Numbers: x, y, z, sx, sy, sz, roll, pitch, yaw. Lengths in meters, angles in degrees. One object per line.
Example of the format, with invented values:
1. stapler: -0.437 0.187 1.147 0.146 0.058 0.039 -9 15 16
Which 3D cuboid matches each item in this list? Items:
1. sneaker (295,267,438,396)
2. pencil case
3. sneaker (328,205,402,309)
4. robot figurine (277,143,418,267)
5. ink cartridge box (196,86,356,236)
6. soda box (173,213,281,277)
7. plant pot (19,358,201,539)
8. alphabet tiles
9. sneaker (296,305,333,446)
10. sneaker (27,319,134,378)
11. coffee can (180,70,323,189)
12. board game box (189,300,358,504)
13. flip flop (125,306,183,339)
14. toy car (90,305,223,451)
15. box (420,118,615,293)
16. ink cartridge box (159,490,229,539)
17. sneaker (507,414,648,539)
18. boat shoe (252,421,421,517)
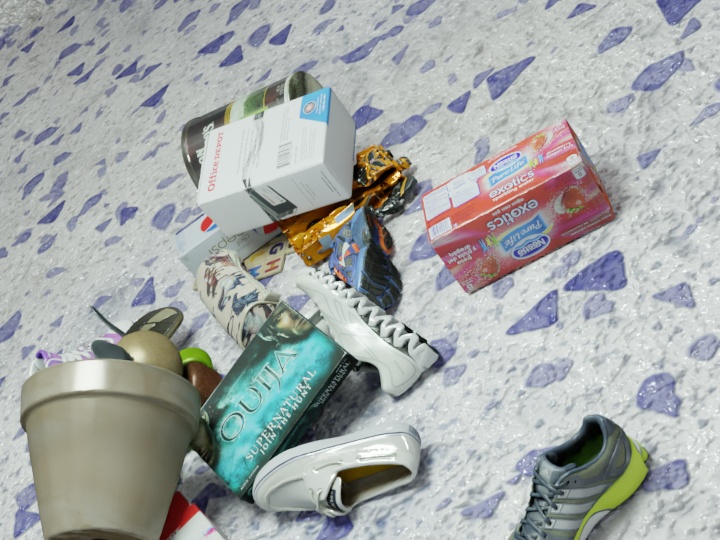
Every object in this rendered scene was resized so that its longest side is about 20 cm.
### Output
1. sneaker: -0.008 0.067 1.413 0.200 0.075 0.081 37 92 26
2. pencil case: -0.157 0.038 1.636 0.090 0.078 0.200 -61 32 7
3. sneaker: 0.000 0.000 1.553 0.078 0.075 0.200 -37 24 19
4. robot figurine: -0.016 -0.096 1.682 0.200 0.058 0.145 -38 35 1
5. ink cartridge box: -0.113 -0.147 1.685 0.200 0.084 0.145 -16 47 23
6. soda box: -0.170 -0.068 1.777 0.200 0.068 0.064 -35 34 6
7. plant pot: -0.276 0.214 1.336 0.200 0.200 0.174 -19 55 27
8. alphabet tiles: -0.157 -0.036 1.795 0.200 0.006 0.167 -20 37 26
9. sneaker: -0.060 0.128 1.453 0.080 0.074 0.200 14 68 46
10. sneaker: -0.392 0.127 1.729 0.073 0.114 0.201 -6 44 42
11. coffee can: -0.147 -0.196 1.850 0.200 0.146 0.147 -20 37 26
12. board game box: -0.106 0.146 1.399 0.135 0.028 0.200 35 88 43
13. flip flop: -0.298 0.141 1.681 0.081 0.058 0.200 10 71 44
14. toy car: -0.274 0.137 1.521 0.158 0.200 0.164 -35 33 5
15. box: 0.180 -0.074 1.431 0.200 0.096 0.100 -28 35 15
16. ink cartridge box: -0.180 0.333 1.314 0.116 0.067 0.200 -44 33 -9
17. sneaker: 0.173 0.209 1.108 0.200 0.081 0.074 -49 34 -15
18. boat shoe: -0.028 0.224 1.302 0.200 0.071 0.070 -19 34 16
